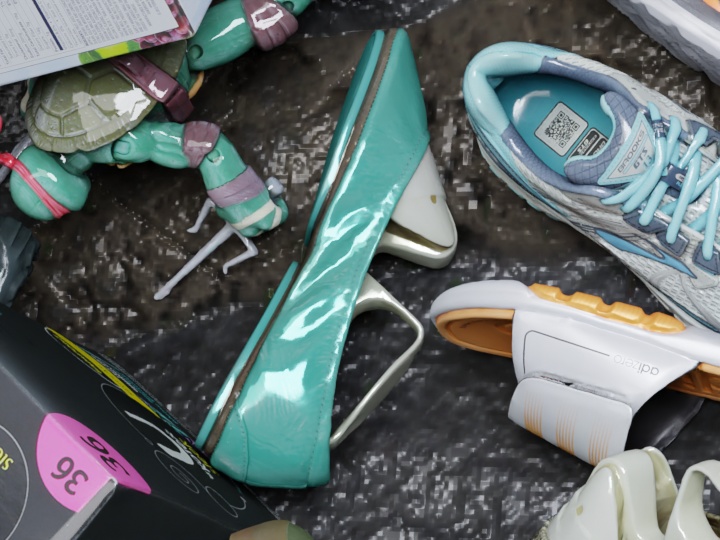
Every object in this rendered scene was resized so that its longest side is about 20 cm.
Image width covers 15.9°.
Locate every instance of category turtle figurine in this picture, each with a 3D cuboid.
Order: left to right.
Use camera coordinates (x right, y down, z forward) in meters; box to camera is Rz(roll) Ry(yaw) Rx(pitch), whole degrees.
[{"bbox_3d":[-0.088,-0.074,1.101,0.150,0.101,0.200,40,86,26],"label":"turtle figurine"}]

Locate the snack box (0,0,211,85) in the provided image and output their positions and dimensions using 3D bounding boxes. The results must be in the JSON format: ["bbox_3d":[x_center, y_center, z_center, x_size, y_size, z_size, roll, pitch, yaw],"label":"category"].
[{"bbox_3d":[-0.111,-0.157,1.088,0.142,0.053,0.200,-10,35,26],"label":"snack box"}]

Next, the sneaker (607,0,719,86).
[{"bbox_3d":[0.136,-0.154,1.043,0.200,0.078,0.112,43,94,26],"label":"sneaker"}]

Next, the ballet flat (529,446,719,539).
[{"bbox_3d":[0.124,0.102,0.947,0.200,0.068,0.075,8,119,48],"label":"ballet flat"}]

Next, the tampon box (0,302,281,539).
[{"bbox_3d":[-0.136,0.099,1.009,0.150,0.200,0.126,41,92,25],"label":"tampon box"}]

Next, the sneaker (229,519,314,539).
[{"bbox_3d":[0.025,0.178,0.978,0.090,0.067,0.201,-20,95,4],"label":"sneaker"}]

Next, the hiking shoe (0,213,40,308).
[{"bbox_3d":[-0.225,0.032,1.100,0.200,0.074,0.087,-38,105,19],"label":"hiking shoe"}]

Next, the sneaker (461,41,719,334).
[{"bbox_3d":[0.118,-0.028,1.009,0.200,0.086,0.078,29,88,26],"label":"sneaker"}]

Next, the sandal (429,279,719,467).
[{"bbox_3d":[0.117,0.052,0.992,0.206,0.079,0.059,12,77,22],"label":"sandal"}]

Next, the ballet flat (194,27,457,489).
[{"bbox_3d":[0.000,0.000,1.065,0.070,0.067,0.200,23,77,-2],"label":"ballet flat"}]
